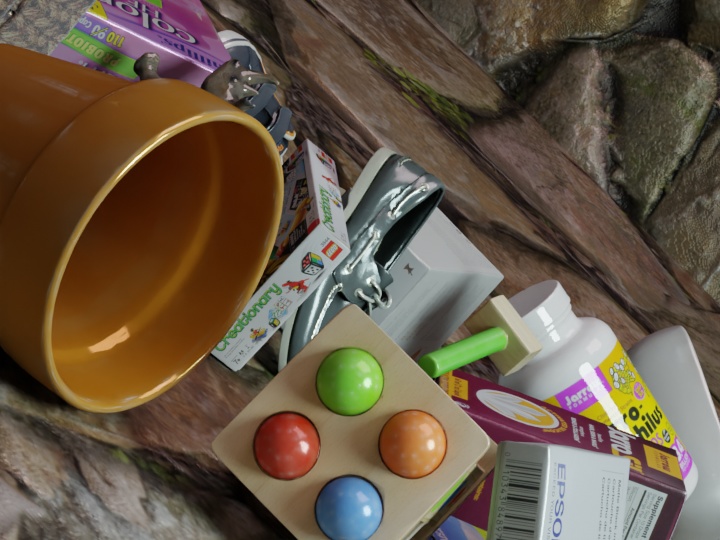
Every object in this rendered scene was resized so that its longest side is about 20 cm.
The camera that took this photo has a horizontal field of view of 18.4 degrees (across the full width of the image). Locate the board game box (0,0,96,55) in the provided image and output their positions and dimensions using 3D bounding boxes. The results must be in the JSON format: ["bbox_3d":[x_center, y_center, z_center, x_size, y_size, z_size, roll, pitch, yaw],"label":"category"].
[{"bbox_3d":[-0.281,-0.239,1.684,0.097,0.159,0.200,34,17,-33],"label":"board game box"}]

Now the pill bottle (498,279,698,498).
[{"bbox_3d":[0.178,0.110,1.777,0.200,0.104,0.104,56,11,-11],"label":"pill bottle"}]

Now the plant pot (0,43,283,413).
[{"bbox_3d":[-0.180,-0.044,1.355,0.183,0.201,0.200,31,7,28],"label":"plant pot"}]

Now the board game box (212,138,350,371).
[{"bbox_3d":[-0.066,-0.015,1.682,0.035,0.126,0.200,39,13,-17],"label":"board game box"}]

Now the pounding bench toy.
[{"bbox_3d":[0.026,0.086,1.397,0.124,0.200,0.156,44,-2,11],"label":"pounding bench toy"}]

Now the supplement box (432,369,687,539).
[{"bbox_3d":[0.136,0.154,1.681,0.200,0.086,0.110,20,13,-2],"label":"supplement box"}]

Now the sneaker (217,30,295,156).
[{"bbox_3d":[-0.102,-0.137,1.960,0.079,0.078,0.200,50,-8,20],"label":"sneaker"}]

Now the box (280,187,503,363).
[{"bbox_3d":[0.018,0.013,1.842,0.097,0.124,0.200,46,13,16],"label":"box"}]

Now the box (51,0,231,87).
[{"bbox_3d":[-0.211,-0.190,1.812,0.176,0.097,0.200,24,22,-29],"label":"box"}]

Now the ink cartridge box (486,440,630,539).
[{"bbox_3d":[0.133,0.215,1.440,0.041,0.200,0.200,5,-5,27],"label":"ink cartridge box"}]

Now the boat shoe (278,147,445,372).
[{"bbox_3d":[0.000,0.000,1.691,0.062,0.200,0.073,23,-20,13],"label":"boat shoe"}]

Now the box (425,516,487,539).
[{"bbox_3d":[0.087,0.227,1.538,0.200,0.048,0.122,29,19,-49],"label":"box"}]

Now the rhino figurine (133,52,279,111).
[{"bbox_3d":[-0.154,-0.116,1.678,0.060,0.200,0.088,96,-28,-50],"label":"rhino figurine"}]

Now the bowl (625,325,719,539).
[{"bbox_3d":[0.264,0.168,1.979,0.200,0.074,0.200,96,-17,-62],"label":"bowl"}]

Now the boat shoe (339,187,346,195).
[{"bbox_3d":[-0.098,-0.066,1.875,0.200,0.063,0.071,25,38,2],"label":"boat shoe"}]
